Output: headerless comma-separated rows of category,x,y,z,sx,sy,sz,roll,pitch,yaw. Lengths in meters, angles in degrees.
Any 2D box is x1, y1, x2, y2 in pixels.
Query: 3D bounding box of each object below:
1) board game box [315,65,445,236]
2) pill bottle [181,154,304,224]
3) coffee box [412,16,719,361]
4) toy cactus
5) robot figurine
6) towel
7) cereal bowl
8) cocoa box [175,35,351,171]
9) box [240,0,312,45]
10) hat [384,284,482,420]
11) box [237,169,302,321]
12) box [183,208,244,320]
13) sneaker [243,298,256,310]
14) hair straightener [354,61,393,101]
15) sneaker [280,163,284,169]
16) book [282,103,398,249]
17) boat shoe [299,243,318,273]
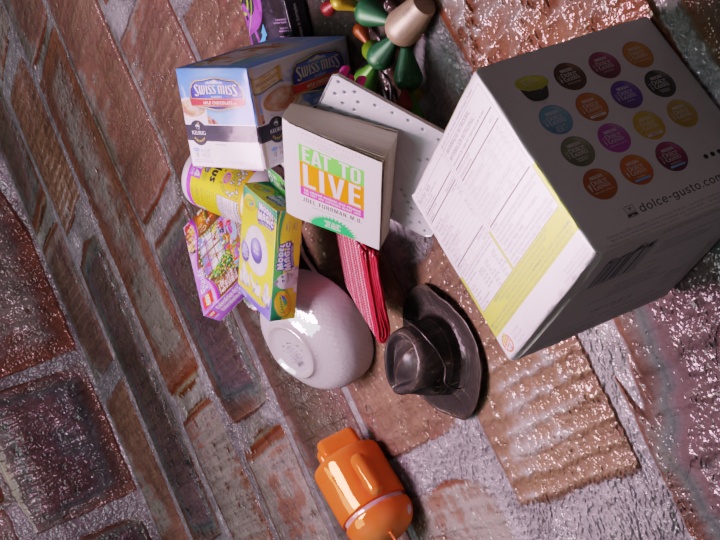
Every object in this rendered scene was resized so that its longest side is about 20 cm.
board game box,0.032,-0.138,1.438,0.200,0.026,0.200,28,149,-4
pill bottle,-0.174,-0.123,1.857,0.200,0.104,0.104,22,130,33
coffee box,0.198,-0.074,1.093,0.198,0.199,0.200,60,153,20
toy cactus,0.025,-0.269,1.423,0.165,0.102,0.200,-42,65,50
robot figurine,0.006,0.343,1.867,0.144,0.116,0.200,-49,60,30
towel,0.000,0.000,1.678,0.200,0.022,0.145,-123,21,-63
cereal bowl,-0.081,0.101,1.831,0.200,0.083,0.200,27,136,29
cocoa box,-0.117,-0.221,1.560,0.133,0.200,0.132,8,115,38
box,-0.114,-0.330,1.699,0.143,0.036,0.200,15,123,60
hat,0.080,0.124,1.601,0.201,0.081,0.201,43,144,42
box,-0.130,-0.041,1.737,0.117,0.048,0.200,39,128,51
box,-0.222,-0.036,1.980,0.137,0.039,0.200,-44,45,27
sneaker,-0.195,-0.023,2.043,0.200,0.081,0.088,41,139,34
hair straightener,0.036,-0.177,1.535,0.077,0.041,0.201,3,106,39
sneaker,-0.067,-0.153,1.693,0.200,0.073,0.085,50,146,33
book,-0.027,-0.113,1.458,0.133,0.048,0.200,21,152,11
boat shoe,-0.109,-0.003,1.897,0.074,0.060,0.200,-30,81,64
